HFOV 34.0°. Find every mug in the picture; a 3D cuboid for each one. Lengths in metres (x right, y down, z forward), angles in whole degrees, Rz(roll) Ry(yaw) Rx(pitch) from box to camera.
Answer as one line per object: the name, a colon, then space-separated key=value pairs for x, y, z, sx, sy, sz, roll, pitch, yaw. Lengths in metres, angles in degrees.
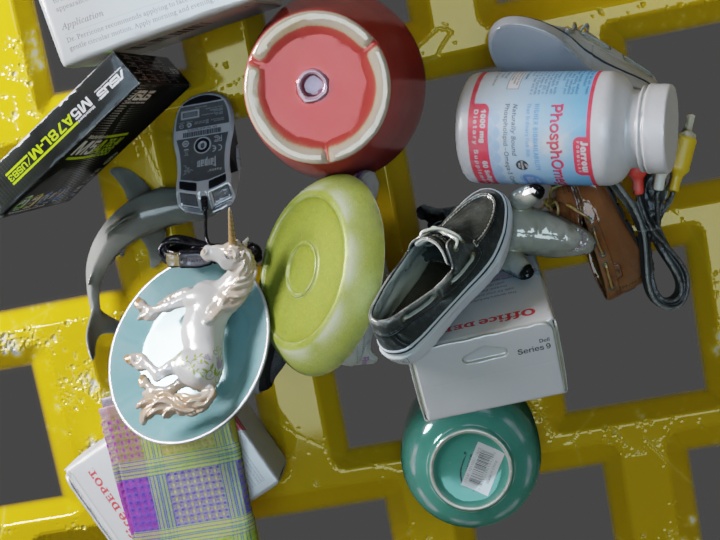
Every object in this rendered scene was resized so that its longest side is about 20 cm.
mug: x=0.111 y=0.180 z=1.254 sx=0.151 sy=0.114 sz=0.187 roll=-25 pitch=97 yaw=9

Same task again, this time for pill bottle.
pill bottle: x=0.199 y=-0.136 z=1.130 sx=0.198 sy=0.109 sz=0.110 roll=3 pitch=100 yaw=24

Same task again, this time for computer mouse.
computer mouse: x=-0.157 y=-0.093 z=1.241 sx=0.108 sy=0.044 sz=0.203 roll=-7 pitch=67 yaw=13

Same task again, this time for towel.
towel: x=-0.190 y=0.215 z=1.249 sx=0.142 sy=0.023 sz=0.203 roll=-11 pitch=98 yaw=6

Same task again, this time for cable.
cable: x=0.292 y=-0.058 z=1.181 sx=0.096 sy=0.050 sz=0.203 roll=-4 pitch=94 yaw=-12

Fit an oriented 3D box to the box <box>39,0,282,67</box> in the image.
box: x=-0.199 y=-0.295 z=1.160 sx=0.197 sy=0.200 sz=0.132 roll=-17 pitch=100 yaw=8

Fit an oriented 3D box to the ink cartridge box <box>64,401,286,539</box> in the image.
ink cartridge box: x=-0.203 y=0.218 z=1.304 sx=0.199 sy=0.085 sz=0.146 roll=-34 pitch=95 yaw=8

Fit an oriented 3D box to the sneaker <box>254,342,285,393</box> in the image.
sneaker: x=-0.047 y=0.057 z=1.266 sx=0.113 sy=0.075 sz=0.202 roll=25 pitch=98 yaw=3

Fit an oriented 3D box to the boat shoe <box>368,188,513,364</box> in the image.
boat shoe: x=0.078 y=-0.007 z=1.089 sx=0.072 sy=0.071 sz=0.201 roll=18 pitch=63 yaw=33

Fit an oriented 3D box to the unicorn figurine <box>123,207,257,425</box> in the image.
unicorn figurine: x=-0.165 y=0.050 z=1.170 sx=0.136 sy=0.074 sz=0.203 roll=-6 pitch=82 yaw=26

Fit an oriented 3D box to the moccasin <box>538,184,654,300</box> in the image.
moccasin: x=0.227 y=-0.063 z=1.230 sx=0.077 sy=0.074 sz=0.203 roll=-32 pitch=103 yaw=1

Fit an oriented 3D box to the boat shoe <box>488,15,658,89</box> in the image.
boat shoe: x=0.221 y=-0.217 z=1.199 sx=0.200 sy=0.087 sz=0.075 roll=21 pitch=132 yaw=-10

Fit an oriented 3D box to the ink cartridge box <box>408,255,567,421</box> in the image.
ink cartridge box: x=0.120 y=0.052 z=1.183 sx=0.143 sy=0.201 sz=0.088 roll=-13 pitch=114 yaw=6

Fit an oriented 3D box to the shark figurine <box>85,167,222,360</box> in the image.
shark figurine: x=-0.262 y=-0.023 z=1.269 sx=0.128 sy=0.090 sz=0.215 roll=37 pitch=99 yaw=0

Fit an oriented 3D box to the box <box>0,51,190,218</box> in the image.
box: x=-0.275 y=-0.140 z=1.193 sx=0.193 sy=0.200 sz=0.048 roll=-39 pitch=93 yaw=9

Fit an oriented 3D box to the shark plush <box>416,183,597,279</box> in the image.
shark plush: x=0.138 y=-0.035 z=1.202 sx=0.198 sy=0.083 sz=0.092 roll=-3 pitch=88 yaw=42

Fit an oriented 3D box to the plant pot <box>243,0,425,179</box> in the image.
plant pot: x=-0.034 y=-0.184 z=1.176 sx=0.198 sy=0.177 sz=0.203 roll=1 pitch=99 yaw=6

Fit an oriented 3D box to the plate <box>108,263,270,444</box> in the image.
plate: x=-0.173 y=0.083 z=1.210 sx=0.198 sy=0.026 sz=0.203 roll=-12 pitch=64 yaw=25

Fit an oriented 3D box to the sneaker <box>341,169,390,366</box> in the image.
sneaker: x=0.000 y=0.000 z=1.204 sx=0.098 sy=0.075 sz=0.203 roll=12 pitch=92 yaw=-11

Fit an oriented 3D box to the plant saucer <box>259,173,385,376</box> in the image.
plant saucer: x=-0.047 y=0.001 z=1.152 sx=0.031 sy=0.200 sz=0.202 roll=11 pitch=103 yaw=-34
